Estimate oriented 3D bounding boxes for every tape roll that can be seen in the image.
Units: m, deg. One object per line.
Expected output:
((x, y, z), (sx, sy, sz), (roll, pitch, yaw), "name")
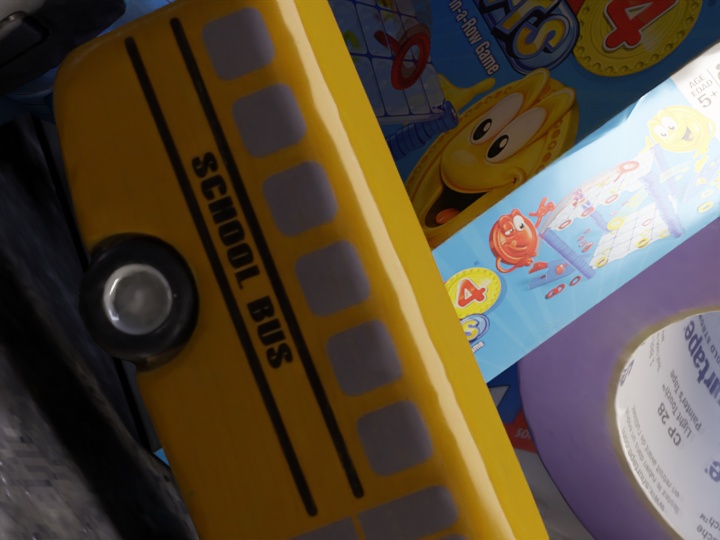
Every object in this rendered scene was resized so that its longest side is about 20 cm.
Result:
((0.153, 0.035, 0.723), (0.200, 0.200, 0.085), (53, 51, -22), "tape roll")

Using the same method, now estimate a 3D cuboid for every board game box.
((0.007, -0.055, 0.706), (0.056, 0.196, 0.200), (44, 14, -43), "board game box")

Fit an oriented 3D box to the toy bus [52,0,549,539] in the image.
((-0.012, 0.032, 0.595), (0.065, 0.078, 0.201), (-12, 79, -80), "toy bus")

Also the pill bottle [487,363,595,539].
((0.104, 0.038, 0.887), (0.112, 0.112, 0.200), (52, 50, -27), "pill bottle")

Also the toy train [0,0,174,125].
((-0.101, -0.092, 0.642), (0.200, 0.086, 0.115), (38, 30, -73), "toy train")
